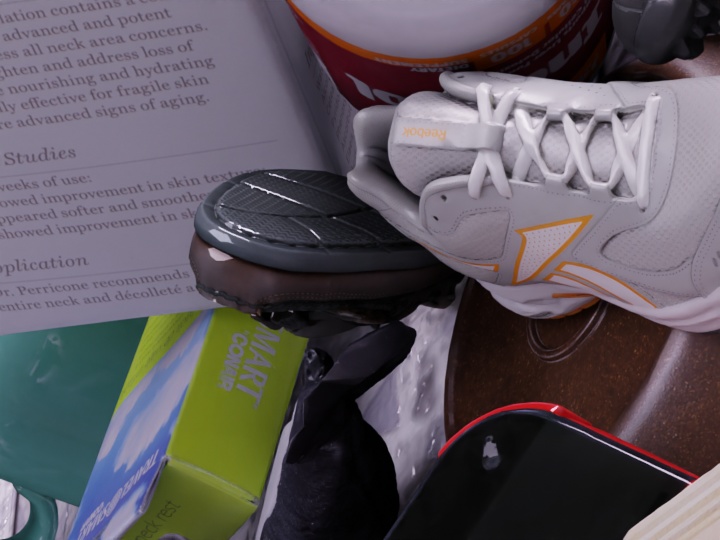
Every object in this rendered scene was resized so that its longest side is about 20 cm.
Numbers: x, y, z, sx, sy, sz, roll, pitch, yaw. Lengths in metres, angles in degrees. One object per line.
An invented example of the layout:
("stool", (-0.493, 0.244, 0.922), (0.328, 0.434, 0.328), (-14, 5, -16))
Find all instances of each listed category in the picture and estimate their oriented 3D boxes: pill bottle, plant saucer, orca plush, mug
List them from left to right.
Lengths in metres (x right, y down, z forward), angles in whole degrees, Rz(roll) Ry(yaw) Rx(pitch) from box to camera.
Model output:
("mug", (-0.147, 0.035, 1.352), (0.152, 0.114, 0.185), (-24, 48, 59))
("orca plush", (0.006, 0.074, 1.033), (0.200, 0.071, 0.105), (106, 177, -57))
("pill bottle", (0.031, -0.105, 1.003), (0.200, 0.113, 0.113), (53, -125, -78))
("plant saucer", (0.081, 0.009, 0.976), (0.200, 0.034, 0.200), (-49, 28, 39))

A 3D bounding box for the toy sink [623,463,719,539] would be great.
("toy sink", (0.137, 0.094, 0.651), (0.112, 0.130, 0.200), (-43, 34, 46))

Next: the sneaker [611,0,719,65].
("sneaker", (0.088, -0.164, 0.884), (0.066, 0.090, 0.200), (-18, -60, -65))

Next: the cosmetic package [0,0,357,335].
("cosmetic package", (-0.088, -0.107, 1.122), (0.167, 0.200, 0.166), (-6, 47, 15))

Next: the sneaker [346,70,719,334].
("sneaker", (0.060, -0.027, 0.895), (0.200, 0.092, 0.076), (-13, 58, 62))

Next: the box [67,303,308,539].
("box", (-0.064, 0.050, 1.188), (0.122, 0.048, 0.200), (-49, 18, 49))

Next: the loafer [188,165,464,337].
("loafer", (0.000, 0.000, 1.031), (0.200, 0.072, 0.063), (-19, -51, -63))

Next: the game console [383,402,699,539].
("game console", (0.047, 0.141, 0.813), (0.177, 0.031, 0.200), (26, 77, 41))

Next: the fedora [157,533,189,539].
("fedora", (-0.110, 0.182, 1.055), (0.200, 0.090, 0.177), (117, 157, -43))
